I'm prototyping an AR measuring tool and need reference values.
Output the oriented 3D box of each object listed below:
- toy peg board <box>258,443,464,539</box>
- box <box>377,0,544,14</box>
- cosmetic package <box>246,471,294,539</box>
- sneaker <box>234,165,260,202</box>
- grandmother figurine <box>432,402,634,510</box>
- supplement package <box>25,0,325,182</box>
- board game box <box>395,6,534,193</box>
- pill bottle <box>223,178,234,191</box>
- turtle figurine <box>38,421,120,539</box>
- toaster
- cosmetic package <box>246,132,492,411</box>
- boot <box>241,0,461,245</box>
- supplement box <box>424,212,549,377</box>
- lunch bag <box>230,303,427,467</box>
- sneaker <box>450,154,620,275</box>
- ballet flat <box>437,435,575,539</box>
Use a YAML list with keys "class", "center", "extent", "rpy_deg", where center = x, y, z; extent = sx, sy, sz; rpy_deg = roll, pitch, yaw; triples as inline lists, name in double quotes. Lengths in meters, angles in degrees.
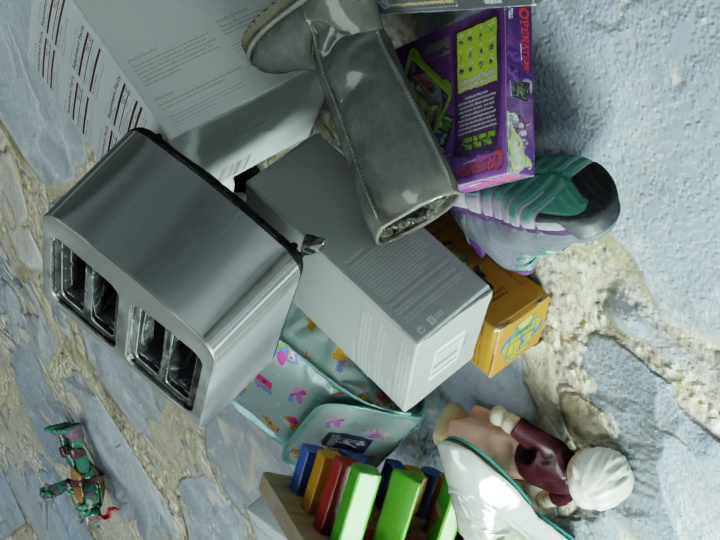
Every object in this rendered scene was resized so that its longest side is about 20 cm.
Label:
- class: "toy peg board"
  center: [0.032, 0.214, 1.226]
  extent: [0.099, 0.197, 0.199]
  rpy_deg: [-71, 22, 10]
- class: "box"
  center: [0.051, -0.263, 0.913]
  extent: [0.199, 0.049, 0.160]
  rpy_deg: [10, 124, 53]
- class: "cosmetic package"
  center: [-0.003, 0.340, 1.437]
  extent: [0.198, 0.122, 0.202]
  rpy_deg: [25, 138, 45]
- class: "sneaker"
  center: [-0.126, -0.056, 1.344]
  extent: [0.090, 0.066, 0.203]
  rpy_deg: [3, 116, 58]
- class: "grandmother figurine"
  center: [0.148, 0.159, 1.130]
  extent: [0.199, 0.061, 0.121]
  rpy_deg: [10, 151, 50]
- class: "supplement package"
  center: [-0.157, -0.190, 1.150]
  extent: [0.201, 0.190, 0.147]
  rpy_deg: [53, 150, 12]
- class: "board game box"
  center: [0.062, -0.117, 0.987]
  extent: [0.199, 0.032, 0.122]
  rpy_deg: [-8, 78, 61]
- class: "pill bottle"
  center: [-0.196, -0.154, 1.271]
  extent: [0.113, 0.111, 0.203]
  rpy_deg: [125, 133, -58]
- class: "turtle figurine"
  center: [-0.475, 0.356, 2.201]
  extent: [0.148, 0.100, 0.203]
  rpy_deg: [-11, 92, 44]
- class: "toaster"
  center: [-0.144, 0.005, 1.029]
  extent: [0.180, 0.119, 0.201]
  rpy_deg: [38, 150, 8]
- class: "cosmetic package"
  center: [0.000, 0.000, 1.041]
  extent: [0.200, 0.090, 0.107]
  rpy_deg: [46, 154, 22]
- class: "boot"
  center: [-0.009, -0.117, 0.998]
  extent: [0.202, 0.072, 0.182]
  rpy_deg: [65, 154, 2]
- class: "supplement box"
  center: [0.063, -0.002, 1.104]
  extent: [0.200, 0.066, 0.069]
  rpy_deg: [40, 145, 31]
- class: "lunch bag"
  center: [-0.036, 0.109, 1.302]
  extent: [0.200, 0.122, 0.171]
  rpy_deg: [43, 144, 6]
- class: "sneaker"
  center: [0.135, -0.034, 0.979]
  extent: [0.088, 0.074, 0.199]
  rpy_deg: [61, 163, -23]
- class: "ballet flat"
  center: [0.122, 0.218, 1.128]
  extent: [0.069, 0.070, 0.200]
  rpy_deg: [14, 155, 51]
